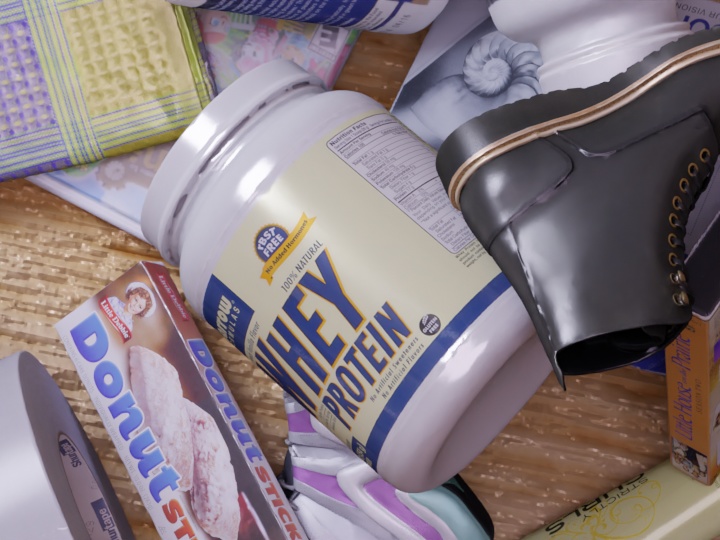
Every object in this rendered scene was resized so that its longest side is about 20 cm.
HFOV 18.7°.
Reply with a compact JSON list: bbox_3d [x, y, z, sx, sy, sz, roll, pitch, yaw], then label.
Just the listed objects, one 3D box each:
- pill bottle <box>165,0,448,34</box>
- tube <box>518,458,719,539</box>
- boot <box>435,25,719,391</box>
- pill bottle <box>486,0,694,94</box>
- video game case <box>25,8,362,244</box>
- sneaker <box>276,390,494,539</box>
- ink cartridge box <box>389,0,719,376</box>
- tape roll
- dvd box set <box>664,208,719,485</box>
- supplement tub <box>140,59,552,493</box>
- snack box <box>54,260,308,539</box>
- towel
[{"bbox_3d":[-0.052,-0.190,1.150,0.200,0.111,0.111,4,91,-27],"label":"pill bottle"},{"bbox_3d":[0.158,0.144,1.230,0.200,0.058,0.052,-29,83,-2],"label":"tube"},{"bbox_3d":[0.153,-0.029,1.037,0.200,0.078,0.139,-22,60,-3],"label":"boot"},{"bbox_3d":[0.108,-0.182,1.114,0.110,0.111,0.200,-17,89,-1],"label":"pill bottle"},{"bbox_3d":[-0.120,-0.118,1.238,0.200,0.022,0.182,28,91,-2],"label":"video game case"},{"bbox_3d":[-0.034,0.112,1.219,0.140,0.078,0.200,-36,83,7],"label":"sneaker"},{"bbox_3d":[0.111,-0.066,1.175,0.199,0.041,0.200,18,76,23],"label":"ink cartridge box"},{"bbox_3d":[-0.166,0.146,1.155,0.066,0.200,0.201,-24,92,1],"label":"tape roll"},{"bbox_3d":[0.208,0.012,1.146,0.029,0.200,0.146,29,70,23],"label":"dvd box set"},{"bbox_3d":[0.000,0.000,1.118,0.200,0.145,0.145,40,90,16],"label":"supplement tub"},{"bbox_3d":[-0.096,0.097,1.206,0.072,0.024,0.200,-35,75,24],"label":"snack box"},{"bbox_3d":[-0.183,-0.124,1.207,0.200,0.023,0.144,-15,99,6],"label":"towel"}]
